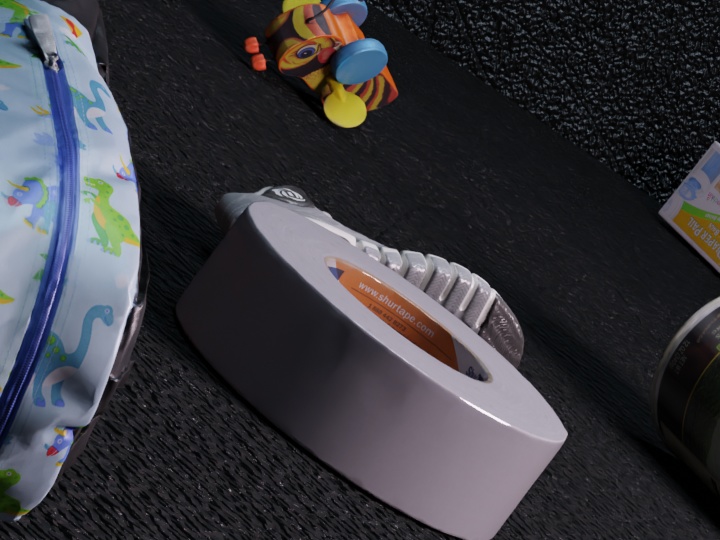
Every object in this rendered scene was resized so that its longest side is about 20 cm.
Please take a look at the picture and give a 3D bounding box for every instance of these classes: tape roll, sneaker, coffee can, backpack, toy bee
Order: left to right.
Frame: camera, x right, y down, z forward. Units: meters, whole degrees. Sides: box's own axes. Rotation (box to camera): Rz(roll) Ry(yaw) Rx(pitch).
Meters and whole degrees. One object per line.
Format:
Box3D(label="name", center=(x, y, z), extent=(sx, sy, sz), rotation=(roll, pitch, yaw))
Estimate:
Box3D(label="backpack", center=(-0.140, -0.002, 1.008), extent=(0.154, 0.163, 0.200), rotation=(18, 26, -38))
Box3D(label="toy bee", center=(-0.039, -0.188, 2.428), extent=(0.131, 0.108, 0.200), rotation=(-111, 180, -49))
Box3D(label="sneaker", center=(0.000, 0.000, 1.699), extent=(0.200, 0.075, 0.115), rotation=(29, 9, -33))
Box3D(label="tape roll", center=(0.006, 0.049, 1.496), extent=(0.200, 0.066, 0.200), rotation=(35, 10, -7))
Box3D(label="coffee can", center=(0.304, 0.118, 1.992), extent=(0.146, 0.147, 0.200), rotation=(30, 11, -36))

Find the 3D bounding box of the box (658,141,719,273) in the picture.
Box3D(label="box", center=(0.448, -0.042, 3.399), extent=(0.101, 0.113, 0.200), rotation=(31, 11, -35))
